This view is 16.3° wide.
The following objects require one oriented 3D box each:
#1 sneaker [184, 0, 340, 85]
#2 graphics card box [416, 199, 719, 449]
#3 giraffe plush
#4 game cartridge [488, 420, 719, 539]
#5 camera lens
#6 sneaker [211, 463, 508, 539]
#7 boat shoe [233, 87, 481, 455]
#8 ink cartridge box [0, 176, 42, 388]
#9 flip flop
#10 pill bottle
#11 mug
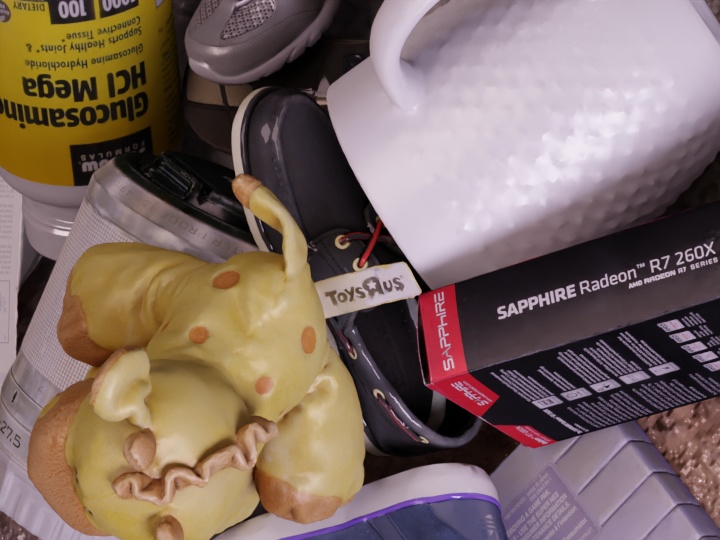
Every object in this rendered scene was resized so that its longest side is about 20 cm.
[{"bbox_3d":[-0.040,-0.191,1.347,0.074,0.082,0.201,19,69,35],"label":"sneaker"},{"bbox_3d":[0.140,0.023,1.168,0.199,0.125,0.051,-17,64,23],"label":"graphics card box"},{"bbox_3d":[-0.081,0.072,1.150,0.200,0.162,0.173,-34,100,39],"label":"giraffe plush"},{"bbox_3d":[0.089,0.167,1.264,0.200,0.038,0.130,-48,54,21],"label":"game cartridge"},{"bbox_3d":[-0.099,0.049,1.344,0.160,0.160,0.201,31,101,36],"label":"camera lens"},{"bbox_3d":[-0.006,0.192,1.237,0.199,0.080,0.147,-24,56,25],"label":"sneaker"},{"bbox_3d":[0.002,-0.001,1.250,0.063,0.074,0.202,-9,110,51],"label":"boat shoe"},{"bbox_3d":[-0.250,-0.023,1.551,0.161,0.050,0.202,2,92,37],"label":"ink cartridge box"},{"bbox_3d":[-0.006,-0.096,1.370,0.198,0.058,0.082,-1,75,22],"label":"flip flop"},{"bbox_3d":[-0.156,-0.109,1.400,0.112,0.112,0.201,25,133,37],"label":"pill bottle"},{"bbox_3d":[0.082,-0.090,1.207,0.175,0.200,0.148,-33,47,13],"label":"mug"}]
